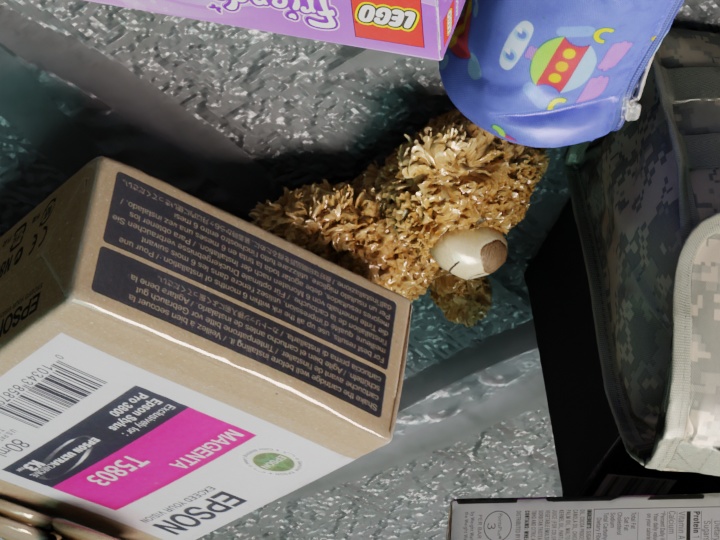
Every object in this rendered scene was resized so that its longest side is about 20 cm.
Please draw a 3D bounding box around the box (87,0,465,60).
[{"bbox_3d":[-0.064,-0.149,0.686,0.199,0.039,0.137,11,142,15],"label":"box"}]

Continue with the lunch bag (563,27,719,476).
[{"bbox_3d":[0.187,0.003,0.847,0.163,0.201,0.118,6,141,-15],"label":"lunch bag"}]

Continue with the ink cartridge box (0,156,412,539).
[{"bbox_3d":[-0.101,0.047,0.885,0.164,0.075,0.200,26,144,-26],"label":"ink cartridge box"}]

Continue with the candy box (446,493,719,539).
[{"bbox_3d":[0.153,0.132,0.850,0.199,0.061,0.136,-4,165,27],"label":"candy box"}]

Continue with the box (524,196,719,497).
[{"bbox_3d":[0.191,0.046,0.949,0.199,0.142,0.079,7,138,-17],"label":"box"}]

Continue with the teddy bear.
[{"bbox_3d":[0.000,0.000,0.921,0.199,0.067,0.145,-19,142,17],"label":"teddy bear"}]

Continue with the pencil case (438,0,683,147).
[{"bbox_3d":[0.099,-0.130,0.763,0.087,0.078,0.200,29,137,2],"label":"pencil case"}]

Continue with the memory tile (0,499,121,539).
[{"bbox_3d":[-0.150,0.140,1.013,0.152,0.017,0.200,15,168,17],"label":"memory tile"}]
